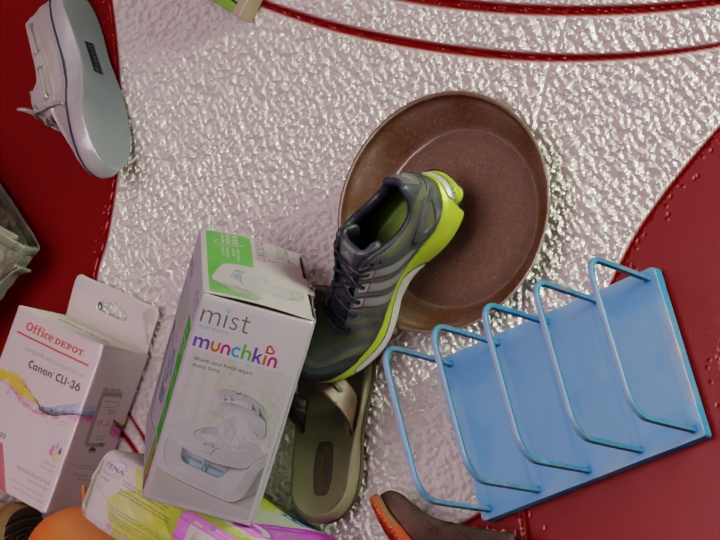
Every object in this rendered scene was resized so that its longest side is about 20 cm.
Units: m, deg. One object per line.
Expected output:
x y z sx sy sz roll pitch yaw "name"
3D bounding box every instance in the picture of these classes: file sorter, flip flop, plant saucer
0.135 0.089 1.577 0.200 0.123 0.139 -25 67 28 "file sorter"
-0.036 0.108 1.722 0.081 0.058 0.200 -5 74 32 "flip flop"
0.073 -0.045 1.696 0.200 0.037 0.201 -7 77 33 "plant saucer"

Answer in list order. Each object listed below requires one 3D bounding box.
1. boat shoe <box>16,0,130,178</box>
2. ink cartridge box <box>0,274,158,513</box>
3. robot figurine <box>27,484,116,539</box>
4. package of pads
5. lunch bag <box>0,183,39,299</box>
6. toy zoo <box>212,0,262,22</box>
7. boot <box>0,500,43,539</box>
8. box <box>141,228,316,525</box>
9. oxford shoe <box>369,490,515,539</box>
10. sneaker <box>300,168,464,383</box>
-0.276 -0.160 1.927 0.086 0.075 0.202 -30 63 25 "boat shoe"
-0.269 0.107 1.871 0.116 0.067 0.200 21 92 34 "ink cartridge box"
-0.242 0.287 1.773 0.116 0.144 0.200 19 114 -2 "robot figurine"
-0.111 0.217 1.693 0.200 0.154 0.068 26 95 34 "package of pads"
-0.410 -0.025 1.965 0.164 0.118 0.200 -50 64 15 "lunch bag"
-0.141 -0.325 1.903 0.200 0.020 0.131 34 99 34 "toy zoo"
-0.367 0.272 1.910 0.200 0.066 0.175 9 96 42 "boot"
-0.106 0.081 1.673 0.097 0.200 0.177 15 104 -8 "box"
0.086 0.228 1.626 0.073 0.071 0.200 -43 55 -11 "oxford shoe"
0.000 0.000 1.664 0.074 0.081 0.200 36 101 33 "sneaker"
